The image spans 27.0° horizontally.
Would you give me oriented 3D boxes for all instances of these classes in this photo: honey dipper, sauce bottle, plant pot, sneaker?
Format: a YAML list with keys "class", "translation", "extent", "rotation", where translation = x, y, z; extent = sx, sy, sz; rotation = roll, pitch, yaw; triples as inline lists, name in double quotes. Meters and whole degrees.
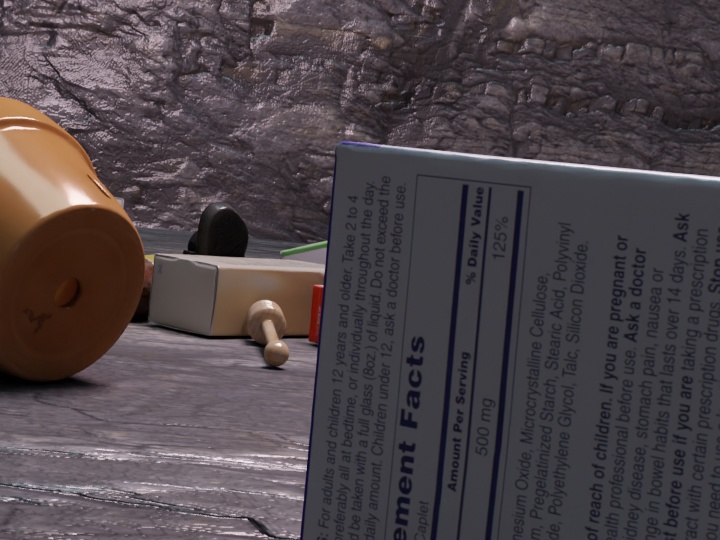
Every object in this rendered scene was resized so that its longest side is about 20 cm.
- class: "honey dipper"
  translation: [-0.084, 0.061, 1.384]
  extent: [0.037, 0.038, 0.200]
  rotation: [6, 8, -6]
- class: "sauce bottle"
  translation: [-0.231, 0.015, 1.564]
  extent: [0.065, 0.067, 0.200]
  rotation: [7, 2, 11]
- class: "plant pot"
  translation: [-0.251, -0.010, 1.103]
  extent: [0.139, 0.202, 0.199]
  rotation: [29, 17, 36]
- class: "sneaker"
  translation: [-0.162, -0.017, 1.648]
  extent: [0.060, 0.201, 0.104]
  rotation: [-37, 51, -18]

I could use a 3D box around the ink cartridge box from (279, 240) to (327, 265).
- class: "ink cartridge box"
  translation: [0.000, 0.000, 1.776]
  extent: [0.143, 0.085, 0.200]
  rotation: [-11, 1, 11]

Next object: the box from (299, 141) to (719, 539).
- class: "box"
  translation: [0.089, 0.056, 0.538]
  extent: [0.198, 0.186, 0.105]
  rotation: [9, 6, 32]

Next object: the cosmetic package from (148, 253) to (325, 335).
- class: "cosmetic package"
  translation: [-0.111, 0.026, 1.551]
  extent: [0.104, 0.072, 0.199]
  rotation: [10, 5, 43]

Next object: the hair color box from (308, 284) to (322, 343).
- class: "hair color box"
  translation: [0.044, 0.056, 1.445]
  extent: [0.101, 0.062, 0.199]
  rotation: [4, 3, -33]

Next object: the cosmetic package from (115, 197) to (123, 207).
- class: "cosmetic package"
  translation: [-0.507, -0.096, 2.664]
  extent: [0.102, 0.088, 0.199]
  rotation: [5, 3, -31]
